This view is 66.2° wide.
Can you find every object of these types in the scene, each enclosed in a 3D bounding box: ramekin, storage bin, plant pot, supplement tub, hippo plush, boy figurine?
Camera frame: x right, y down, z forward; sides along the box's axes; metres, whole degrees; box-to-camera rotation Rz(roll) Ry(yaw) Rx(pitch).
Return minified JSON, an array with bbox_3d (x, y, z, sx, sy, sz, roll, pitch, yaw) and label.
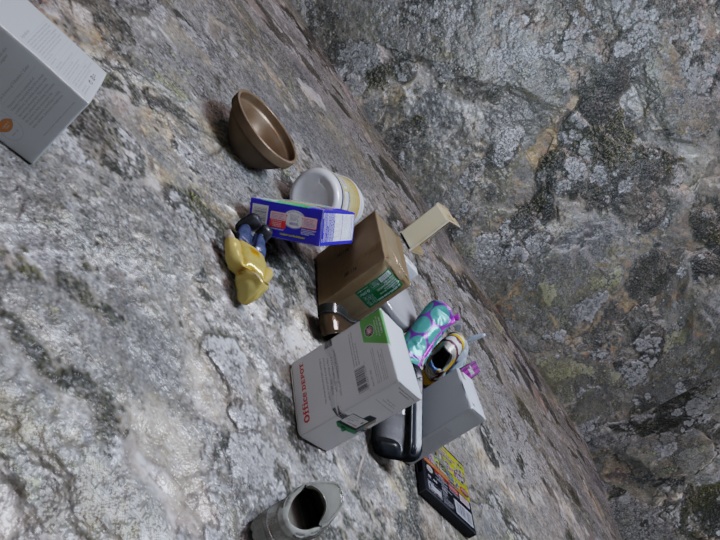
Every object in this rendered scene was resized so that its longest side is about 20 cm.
[{"bbox_3d":[0.055,0.083,1.423,0.203,0.093,0.205,49,21,-25],"label":"ramekin"},{"bbox_3d":[0.285,-0.163,2.242,0.095,0.198,0.197,58,18,17],"label":"storage bin"},{"bbox_3d":[-0.245,-0.309,1.288,0.202,0.091,0.203,50,19,-24],"label":"plant pot"},{"bbox_3d":[-0.079,-0.177,1.417,0.147,0.143,0.199,60,19,11],"label":"supplement tub"},{"bbox_3d":[0.231,0.234,1.561,0.155,0.205,0.161,24,-1,1],"label":"hippo plush"},{"bbox_3d":[-0.200,-0.022,0.991,0.125,0.064,0.202,48,17,-32],"label":"boy figurine"}]

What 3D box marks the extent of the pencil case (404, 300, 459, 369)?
[{"bbox_3d":[0.153,0.167,1.336,0.201,0.091,0.086,-51,136,-27],"label":"pencil case"}]

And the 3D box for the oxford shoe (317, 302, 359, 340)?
[{"bbox_3d":[-0.028,0.144,1.175,0.199,0.071,0.087,33,46,-47],"label":"oxford shoe"}]

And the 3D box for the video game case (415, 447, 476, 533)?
[{"bbox_3d":[0.185,0.468,1.243,0.200,0.025,0.183,48,21,-25],"label":"video game case"}]

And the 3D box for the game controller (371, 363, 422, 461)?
[{"bbox_3d":[0.076,0.274,1.107,0.043,0.101,0.205,103,-7,-55],"label":"game controller"}]

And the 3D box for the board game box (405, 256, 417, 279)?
[{"bbox_3d":[0.050,-0.020,1.512,0.200,0.133,0.035,43,22,-34],"label":"board game box"}]

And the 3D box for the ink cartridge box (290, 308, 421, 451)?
[{"bbox_3d":[-0.013,0.184,0.924,0.084,0.197,0.149,42,23,-41],"label":"ink cartridge box"}]

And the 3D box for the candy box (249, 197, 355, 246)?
[{"bbox_3d":[-0.118,-0.104,1.171,0.199,0.164,0.080,-12,112,-72],"label":"candy box"}]

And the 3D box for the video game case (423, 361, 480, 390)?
[{"bbox_3d":[0.185,0.279,1.297,0.036,0.179,0.199,60,17,13],"label":"video game case"}]

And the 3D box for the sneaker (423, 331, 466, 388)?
[{"bbox_3d":[0.188,0.239,1.401,0.075,0.203,0.089,41,36,18],"label":"sneaker"}]

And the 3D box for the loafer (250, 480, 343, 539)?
[{"bbox_3d":[-0.068,0.327,0.750,0.071,0.069,0.199,61,19,15],"label":"loafer"}]

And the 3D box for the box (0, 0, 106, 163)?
[{"bbox_3d":[-0.436,-0.256,0.666,0.200,0.123,0.099,44,21,-34],"label":"box"}]

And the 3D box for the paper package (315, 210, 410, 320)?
[{"bbox_3d":[0.000,0.000,1.252,0.103,0.198,0.194,41,24,-33],"label":"paper package"}]

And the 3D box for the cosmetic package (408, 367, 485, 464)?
[{"bbox_3d":[0.153,0.305,1.148,0.074,0.198,0.103,38,25,-38],"label":"cosmetic package"}]
